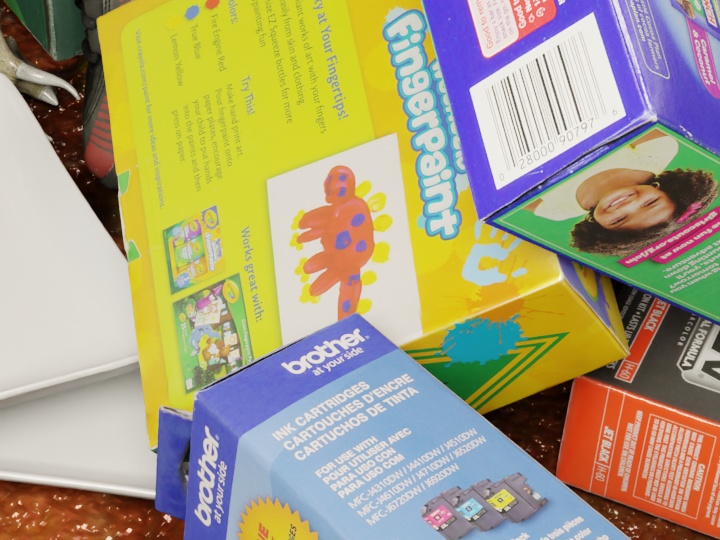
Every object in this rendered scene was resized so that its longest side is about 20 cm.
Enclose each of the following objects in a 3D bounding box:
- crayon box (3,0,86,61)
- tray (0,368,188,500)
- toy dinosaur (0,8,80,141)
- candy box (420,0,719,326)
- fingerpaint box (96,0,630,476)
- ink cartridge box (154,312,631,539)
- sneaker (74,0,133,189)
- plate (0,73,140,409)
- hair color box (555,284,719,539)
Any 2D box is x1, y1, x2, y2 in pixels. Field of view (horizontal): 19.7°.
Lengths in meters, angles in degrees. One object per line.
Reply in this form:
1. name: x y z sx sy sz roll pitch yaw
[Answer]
1. crayon box: -0.132 -0.176 1.042 0.126 0.051 0.200 -15 33 -23
2. tray: -0.150 0.047 0.827 0.198 0.022 0.108 7 40 3
3. toy dinosaur: -0.239 -0.103 0.953 0.198 0.078 0.102 -11 35 -22
4. candy box: 0.105 -0.081 0.742 0.199 0.077 0.170 19 50 -48
5. fingerpaint box: -0.005 -0.035 0.790 0.166 0.073 0.201 -23 56 17
6. ink cartridge box: 0.009 0.112 0.678 0.076 0.137 0.200 -23 48 -33
7. sneaker: -0.102 -0.136 0.913 0.097 0.202 0.071 13 13 -17
8. plate: -0.201 0.006 0.829 0.199 0.033 0.200 -17 46 -23
9. hair color box: 0.187 0.064 0.807 0.198 0.062 0.102 19 42 15
